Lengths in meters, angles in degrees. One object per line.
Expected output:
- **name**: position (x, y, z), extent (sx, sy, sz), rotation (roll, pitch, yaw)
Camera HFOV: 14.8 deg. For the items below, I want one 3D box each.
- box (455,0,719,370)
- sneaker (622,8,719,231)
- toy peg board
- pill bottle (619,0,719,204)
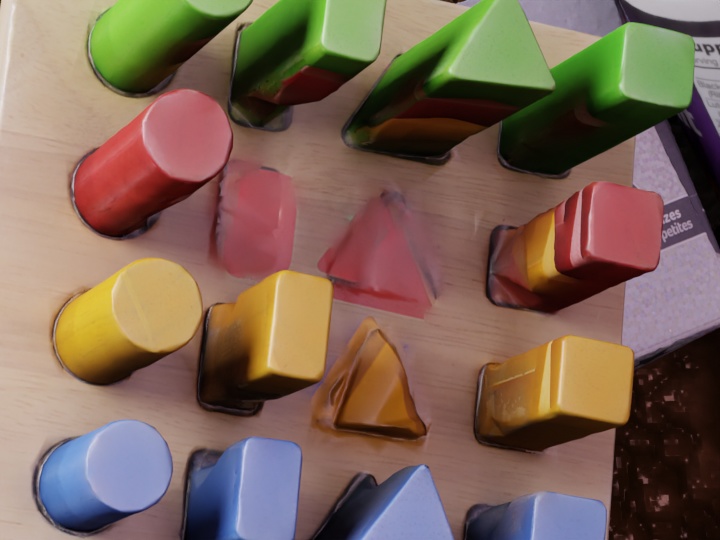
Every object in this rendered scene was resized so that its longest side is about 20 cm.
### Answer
- **box**: position (0.000, 0.000, 0.894), extent (0.199, 0.115, 0.133), rotation (-21, 86, -24)
- **sneaker**: position (0.079, -0.102, 0.973), extent (0.069, 0.099, 0.201), rotation (-35, 122, -34)
- **toy peg board**: position (-0.003, 0.004, 0.777), extent (0.199, 0.098, 0.200), rotation (10, 75, -19)
- **pill bottle**: position (0.141, -0.092, 0.885), extent (0.112, 0.111, 0.200), rotation (-49, 129, -24)
